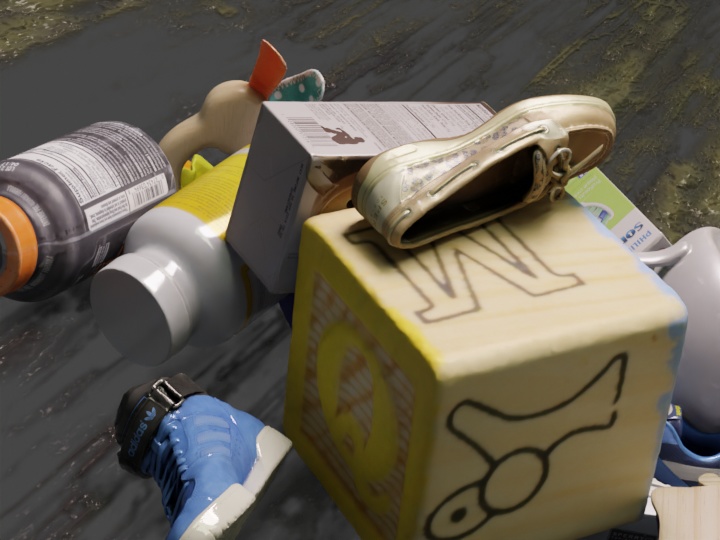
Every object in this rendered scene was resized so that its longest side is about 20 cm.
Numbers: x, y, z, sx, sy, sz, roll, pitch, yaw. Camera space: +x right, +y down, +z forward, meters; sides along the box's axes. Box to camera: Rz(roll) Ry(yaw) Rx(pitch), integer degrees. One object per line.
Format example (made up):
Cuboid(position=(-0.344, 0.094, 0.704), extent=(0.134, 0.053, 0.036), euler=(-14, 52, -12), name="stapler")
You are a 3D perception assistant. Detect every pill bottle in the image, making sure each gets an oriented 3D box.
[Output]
Cuboid(position=(-0.228, -0.040, 1.470), extent=(0.106, 0.107, 0.200), euler=(31, 27, 14), name="pill bottle")
Cuboid(position=(-0.106, -0.012, 1.481), extent=(0.112, 0.113, 0.200), euler=(34, 45, 20), name="pill bottle")

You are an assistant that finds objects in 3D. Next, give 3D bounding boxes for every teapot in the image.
Cuboid(position=(0.289, 0.071, 1.607), extent=(0.200, 0.146, 0.197), euler=(53, 20, 25), name="teapot")

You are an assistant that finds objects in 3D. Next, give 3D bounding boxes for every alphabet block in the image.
Cuboid(position=(0.080, 0.071, 1.364), extent=(0.198, 0.197, 0.196), euler=(-12, 36, -27), name="alphabet block")

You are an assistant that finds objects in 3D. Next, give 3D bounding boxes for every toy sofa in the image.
Cuboid(position=(0.244, 0.227, 1.318), extent=(0.097, 0.083, 0.201), euler=(-7, 30, 14), name="toy sofa")

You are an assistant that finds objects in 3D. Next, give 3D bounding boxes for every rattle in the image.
Cuboid(position=(-0.094, -0.119, 1.619), extent=(0.129, 0.201, 0.143), euler=(21, 26, 6), name="rattle")

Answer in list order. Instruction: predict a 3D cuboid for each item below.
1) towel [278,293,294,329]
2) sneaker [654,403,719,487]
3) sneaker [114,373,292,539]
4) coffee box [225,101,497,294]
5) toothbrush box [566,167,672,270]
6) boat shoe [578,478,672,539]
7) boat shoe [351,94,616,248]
Cuboid(position=(0.000, 0.000, 1.553), extent=(0.050, 0.147, 0.200), euler=(53, 6, -35), name="towel")
Cuboid(position=(0.207, 0.129, 1.548), extent=(0.198, 0.083, 0.074), euler=(21, 28, -4), name="sneaker")
Cuboid(position=(-0.119, 0.129, 1.268), extent=(0.111, 0.077, 0.200), euler=(31, 22, 2), name="sneaker")
Cuboid(position=(0.016, -0.055, 1.425), extent=(0.199, 0.114, 0.080), euler=(-3, 35, -35), name="coffee box")
Cuboid(position=(0.216, -0.026, 1.781), extent=(0.146, 0.086, 0.200), euler=(43, 7, -46), name="toothbrush box")
Cuboid(position=(0.216, 0.182, 1.463), extent=(0.198, 0.074, 0.066), euler=(19, 30, -14), name="boat shoe")
Cuboid(position=(0.093, -0.061, 1.335), extent=(0.198, 0.074, 0.063), euler=(-20, 47, -18), name="boat shoe")
